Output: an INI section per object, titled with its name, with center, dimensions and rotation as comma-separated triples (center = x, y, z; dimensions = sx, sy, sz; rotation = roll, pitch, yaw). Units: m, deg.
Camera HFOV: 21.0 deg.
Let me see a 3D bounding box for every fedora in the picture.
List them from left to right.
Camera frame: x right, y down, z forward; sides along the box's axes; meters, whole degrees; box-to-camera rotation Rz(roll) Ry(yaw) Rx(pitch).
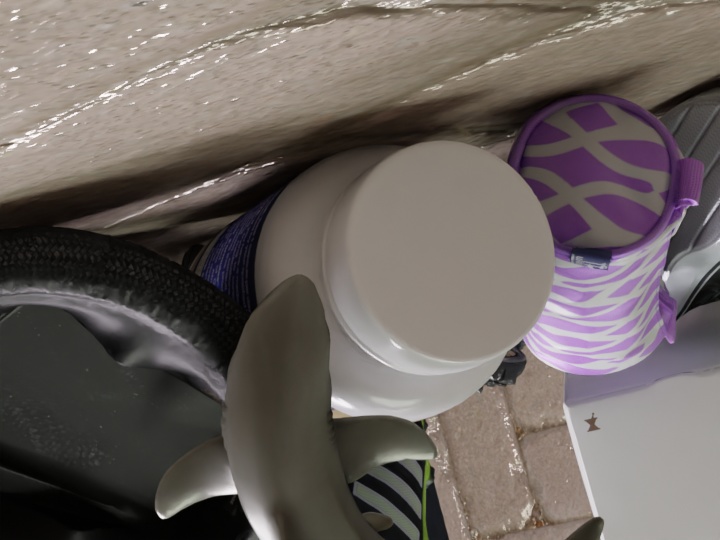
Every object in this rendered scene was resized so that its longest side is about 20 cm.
[fedora]
center = -0.118, 0.050, 0.815
dimensions = 0.200, 0.201, 0.092
rotation = -15, -150, 3

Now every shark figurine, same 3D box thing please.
[shark figurine]
center = 0.003, 0.115, 0.761
dimensions = 0.128, 0.214, 0.090
rotation = -39, -156, 19

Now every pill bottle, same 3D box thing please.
[pill bottle]
center = 0.001, 0.011, 0.847
dimensions = 0.119, 0.120, 0.200
rotation = -13, 174, -22

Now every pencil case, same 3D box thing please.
[pencil case]
center = 0.111, -0.012, 0.907
dimensions = 0.085, 0.084, 0.200
rotation = 0, 162, 5

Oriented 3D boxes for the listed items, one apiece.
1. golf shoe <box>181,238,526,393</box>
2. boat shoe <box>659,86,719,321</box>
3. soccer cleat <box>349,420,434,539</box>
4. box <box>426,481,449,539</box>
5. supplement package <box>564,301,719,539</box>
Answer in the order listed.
[golf shoe]
center = 0.000, 0.000, 1.027
dimensions = 0.199, 0.095, 0.078
rotation = 16, 170, -25
[boat shoe]
center = 0.183, -0.037, 0.991
dimensions = 0.071, 0.072, 0.200
rotation = -18, 160, -18
[soccer cleat]
center = -0.007, 0.109, 0.940
dimensions = 0.081, 0.200, 0.068
rotation = 23, 124, -28
[box]
center = -0.044, 0.105, 1.261
dimensions = 0.148, 0.201, 0.107
rotation = -16, 175, 12
[supplement package]
center = 0.188, 0.081, 1.112
dimensions = 0.121, 0.120, 0.200
rotation = -14, -165, 11
